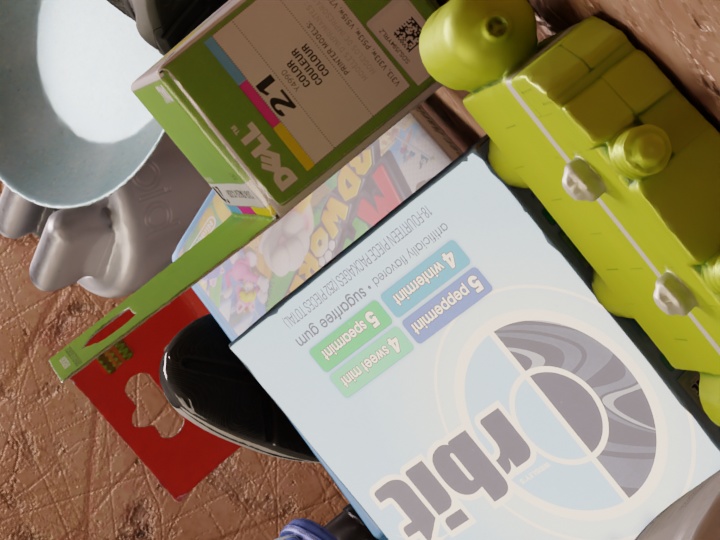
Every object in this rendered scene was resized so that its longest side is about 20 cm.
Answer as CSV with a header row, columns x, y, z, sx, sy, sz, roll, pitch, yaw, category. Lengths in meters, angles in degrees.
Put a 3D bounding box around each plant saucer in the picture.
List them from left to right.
x,y,z,sx,sy,sz,roll,pitch,yaw,category
-0.147,-0.133,1.460,0.039,0.201,0.201,1,-143,-46,plant saucer

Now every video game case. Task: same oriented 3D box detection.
x,y,z,sx,sy,sz,roll,pitch,yaw,category
0.000,0.000,1.166,0.018,0.143,0.200,13,-151,-44,video game case

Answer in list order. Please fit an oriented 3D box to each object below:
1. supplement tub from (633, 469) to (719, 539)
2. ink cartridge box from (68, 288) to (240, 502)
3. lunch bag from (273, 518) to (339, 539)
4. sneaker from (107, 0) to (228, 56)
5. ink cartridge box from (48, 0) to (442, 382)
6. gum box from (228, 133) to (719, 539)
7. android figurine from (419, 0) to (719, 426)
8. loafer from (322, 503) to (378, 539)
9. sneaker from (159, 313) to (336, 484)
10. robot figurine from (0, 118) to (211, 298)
x,y,z,sx,sy,sz,roll,pitch,yaw,category
0.144,0.117,0.814,0.132,0.132,0.200,50,174,7,supplement tub
-0.032,0.033,1.329,0.050,0.200,0.162,47,173,35,ink cartridge box
0.004,0.222,1.278,0.200,0.082,0.161,33,143,46,lunch bag
-0.094,-0.150,1.275,0.114,0.076,0.199,42,177,18,sneaker
-0.064,-0.049,1.054,0.076,0.200,0.148,52,174,-7,ink cartridge box
0.066,0.061,1.036,0.200,0.045,0.170,51,133,-2,gum box
0.089,-0.019,0.864,0.182,0.041,0.200,52,176,-6,android figurine
0.042,0.207,1.370,0.200,0.072,0.073,52,175,17,loafer
-0.019,0.078,1.298,0.115,0.200,0.076,-39,47,54,sneaker
-0.114,-0.055,1.560,0.170,0.200,0.113,56,145,16,robot figurine
